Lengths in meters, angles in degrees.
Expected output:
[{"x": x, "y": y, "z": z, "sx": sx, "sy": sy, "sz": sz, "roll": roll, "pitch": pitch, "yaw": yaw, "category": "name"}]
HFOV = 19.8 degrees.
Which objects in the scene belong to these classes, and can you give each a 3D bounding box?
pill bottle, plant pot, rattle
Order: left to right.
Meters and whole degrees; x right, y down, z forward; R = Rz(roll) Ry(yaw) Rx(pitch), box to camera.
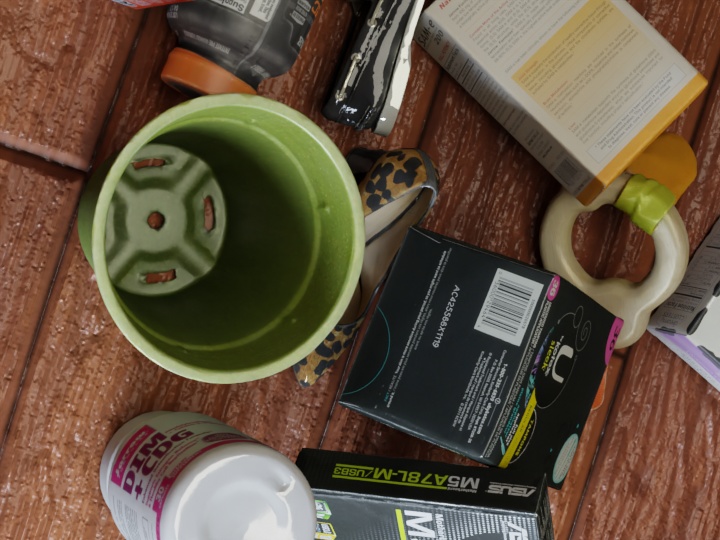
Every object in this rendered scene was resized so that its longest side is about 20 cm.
[{"x": -0.125, "y": -0.031, "z": 1.503, "sx": 0.199, "sy": 0.190, "sz": 0.201, "roll": -3, "pitch": 97, "yaw": -24, "category": "plant pot"}, {"x": -0.119, "y": 0.166, "z": 1.512, "sx": 0.113, "sy": 0.200, "sz": 0.114, "roll": -3, "pitch": 96, "yaw": -23, "category": "pill bottle"}, {"x": -0.078, "y": -0.218, "z": 1.550, "sx": 0.106, "sy": 0.106, "sz": 0.201, "roll": 26, "pitch": 86, "yaw": -23, "category": "pill bottle"}, {"x": 0.214, "y": -0.003, "z": 1.740, "sx": 0.130, "sy": 0.143, "sz": 0.201, "roll": 3, "pitch": 114, "yaw": 5, "category": "rattle"}]

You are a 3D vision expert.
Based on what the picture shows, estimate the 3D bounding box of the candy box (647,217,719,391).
[{"x": 0.371, "y": 0.022, "z": 1.785, "sx": 0.168, "sy": 0.072, "sz": 0.200, "roll": 39, "pitch": 80, "yaw": -22, "category": "candy box"}]

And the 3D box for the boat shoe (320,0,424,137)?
[{"x": 0.016, "y": -0.206, "z": 1.612, "sx": 0.060, "sy": 0.074, "sz": 0.201, "roll": 14, "pitch": 87, "yaw": -10, "category": "boat shoe"}]

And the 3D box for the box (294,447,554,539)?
[{"x": 0.054, "y": 0.221, "z": 1.579, "sx": 0.200, "sy": 0.192, "sz": 0.048, "roll": 79, "pitch": 24, "yaw": -45, "category": "box"}]

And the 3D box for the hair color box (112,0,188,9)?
[{"x": -0.143, "y": -0.250, "z": 1.466, "sx": 0.064, "sy": 0.200, "sz": 0.111, "roll": 19, "pitch": 88, "yaw": -23, "category": "hair color box"}]

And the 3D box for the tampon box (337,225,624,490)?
[{"x": 0.099, "y": 0.070, "z": 1.593, "sx": 0.200, "sy": 0.126, "sz": 0.150, "roll": 27, "pitch": 84, "yaw": -64, "category": "tampon box"}]

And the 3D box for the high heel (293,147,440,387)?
[{"x": 0.000, "y": 0.000, "z": 1.585, "sx": 0.071, "sy": 0.142, "sz": 0.201, "roll": 17, "pitch": 89, "yaw": -24, "category": "high heel"}]

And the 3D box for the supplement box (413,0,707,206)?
[{"x": 0.156, "y": -0.168, "z": 1.635, "sx": 0.126, "sy": 0.074, "sz": 0.200, "roll": -44, "pitch": 86, "yaw": -13, "category": "supplement box"}]
